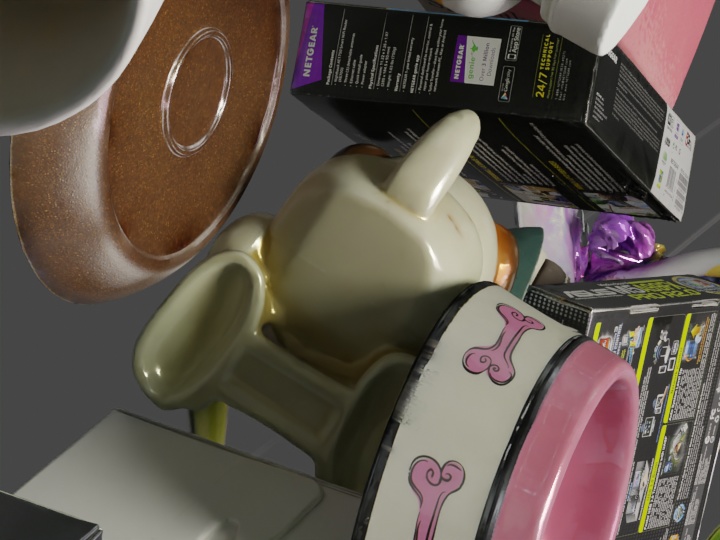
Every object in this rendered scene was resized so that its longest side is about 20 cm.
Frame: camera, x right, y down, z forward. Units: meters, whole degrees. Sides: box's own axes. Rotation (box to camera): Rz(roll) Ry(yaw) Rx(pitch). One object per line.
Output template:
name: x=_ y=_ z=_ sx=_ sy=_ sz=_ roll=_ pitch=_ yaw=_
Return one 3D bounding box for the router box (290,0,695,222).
router box: x=0.070 y=-0.076 z=1.288 sx=0.200 sy=0.149 sz=0.051 roll=33 pitch=67 yaw=-67

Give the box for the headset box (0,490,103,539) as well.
headset box: x=-0.180 y=0.192 z=0.980 sx=0.174 sy=0.093 sz=0.200 roll=-38 pitch=139 yaw=-55

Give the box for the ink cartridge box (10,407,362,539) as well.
ink cartridge box: x=-0.086 y=0.193 z=1.129 sx=0.147 sy=0.146 sz=0.200 roll=-40 pitch=142 yaw=-52

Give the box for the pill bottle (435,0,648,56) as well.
pill bottle: x=0.032 y=-0.171 z=1.043 sx=0.113 sy=0.200 sz=0.113 roll=-57 pitch=171 yaw=-14

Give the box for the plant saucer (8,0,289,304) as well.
plant saucer: x=-0.080 y=-0.078 z=1.101 sx=0.200 sy=0.032 sz=0.200 roll=-47 pitch=145 yaw=-48

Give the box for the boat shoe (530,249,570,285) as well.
boat shoe: x=0.072 y=0.079 z=1.407 sx=0.200 sy=0.059 sz=0.072 roll=-63 pitch=-175 yaw=-27

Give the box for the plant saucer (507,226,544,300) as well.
plant saucer: x=0.032 y=0.057 z=1.368 sx=0.200 sy=0.036 sz=0.200 roll=-61 pitch=-177 yaw=6

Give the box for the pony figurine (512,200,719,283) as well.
pony figurine: x=0.142 y=0.022 z=1.516 sx=0.167 sy=0.200 sz=0.193 roll=59 pitch=38 yaw=-61

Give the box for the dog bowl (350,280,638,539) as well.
dog bowl: x=0.060 y=0.109 z=1.123 sx=0.200 sy=0.074 sz=0.200 roll=16 pitch=90 yaw=-74

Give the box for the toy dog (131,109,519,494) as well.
toy dog: x=0.000 y=0.000 z=1.220 sx=0.200 sy=0.139 sz=0.194 roll=-37 pitch=148 yaw=-75

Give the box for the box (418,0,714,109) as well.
box: x=0.097 y=-0.171 z=1.314 sx=0.109 sy=0.128 sz=0.200 roll=-69 pitch=156 yaw=-7

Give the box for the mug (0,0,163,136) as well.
mug: x=-0.105 y=-0.160 z=0.846 sx=0.153 sy=0.149 sz=0.187 roll=-57 pitch=160 yaw=-51

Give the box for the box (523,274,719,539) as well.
box: x=0.129 y=0.105 z=1.380 sx=0.160 sy=0.044 sz=0.200 roll=-4 pitch=109 yaw=-50
